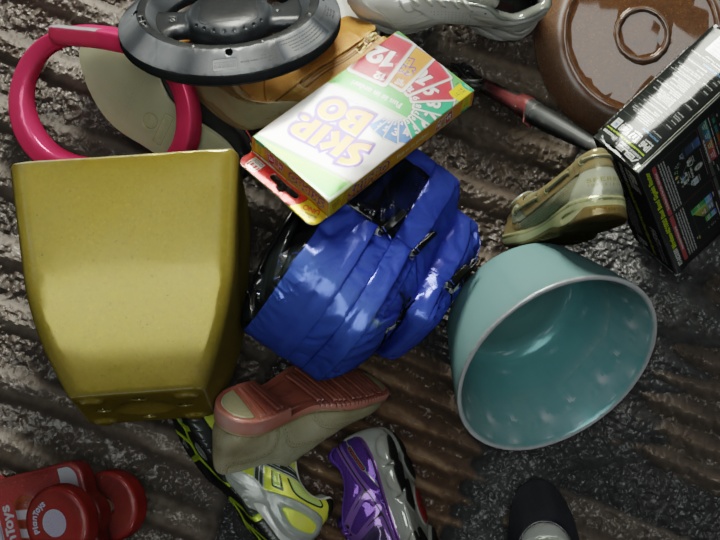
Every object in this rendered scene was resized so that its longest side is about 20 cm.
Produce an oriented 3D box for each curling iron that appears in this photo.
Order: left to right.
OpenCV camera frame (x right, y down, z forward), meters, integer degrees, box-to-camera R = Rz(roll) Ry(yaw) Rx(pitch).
[{"bbox_3d":[0.147,-0.146,1.461,0.200,0.049,0.026,34,125,37],"label":"curling iron"}]

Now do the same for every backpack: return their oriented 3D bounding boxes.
[{"bbox_3d":[0.000,0.000,1.405,0.167,0.163,0.200,35,59,1],"label":"backpack"}]

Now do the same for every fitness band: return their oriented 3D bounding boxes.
[{"bbox_3d":[-0.237,-0.152,1.467,0.198,0.037,0.145,11,108,20],"label":"fitness band"}]

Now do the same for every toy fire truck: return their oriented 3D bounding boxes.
[{"bbox_3d":[-0.282,0.275,1.457,0.167,0.112,0.202,-15,87,22],"label":"toy fire truck"}]

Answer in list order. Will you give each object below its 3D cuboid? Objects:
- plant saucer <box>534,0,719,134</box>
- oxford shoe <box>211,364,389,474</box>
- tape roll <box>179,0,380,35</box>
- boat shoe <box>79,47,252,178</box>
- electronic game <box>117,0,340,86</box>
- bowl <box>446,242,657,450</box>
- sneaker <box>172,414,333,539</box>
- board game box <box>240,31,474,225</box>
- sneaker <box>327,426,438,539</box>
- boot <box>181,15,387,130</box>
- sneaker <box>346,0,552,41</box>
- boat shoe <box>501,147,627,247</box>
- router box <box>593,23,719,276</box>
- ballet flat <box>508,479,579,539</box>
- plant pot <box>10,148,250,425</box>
[{"bbox_3d":[0.268,-0.224,1.521,0.198,0.034,0.202,0,86,-2],"label":"plant saucer"},{"bbox_3d":[-0.059,0.135,1.450,0.199,0.071,0.074,-8,123,-40],"label":"oxford shoe"},{"bbox_3d":[-0.076,-0.255,1.512,0.201,0.037,0.205,0,88,-1],"label":"tape roll"},{"bbox_3d":[-0.182,-0.152,1.495,0.201,0.063,0.074,42,116,8],"label":"boat shoe"},{"bbox_3d":[-0.116,-0.219,1.411,0.198,0.201,0.042,-5,126,-2],"label":"electronic game"},{"bbox_3d":[0.157,0.054,1.442,0.200,0.201,0.105,-29,46,-3],"label":"bowl"},{"bbox_3d":[-0.105,0.173,1.481,0.076,0.075,0.201,-38,94,-19],"label":"sneaker"},{"bbox_3d":[-0.003,-0.124,1.368,0.095,0.030,0.200,40,64,21],"label":"board game box"},{"bbox_3d":[0.023,0.249,1.482,0.083,0.081,0.202,-19,83,18],"label":"sneaker"},{"bbox_3d":[-0.061,-0.189,1.458,0.200,0.071,0.144,32,61,16],"label":"boot"},{"bbox_3d":[0.086,-0.262,1.467,0.198,0.099,0.079,0,86,-16],"label":"sneaker"},{"bbox_3d":[0.180,-0.060,1.429,0.073,0.201,0.064,-3,83,-13],"label":"boat shoe"},{"bbox_3d":[0.302,-0.105,1.436,0.150,0.200,0.062,-43,56,-4],"label":"router box"},{"bbox_3d":[0.176,0.297,1.474,0.072,0.073,0.202,-3,87,-1],"label":"ballet flat"},{"bbox_3d":[-0.192,0.026,1.394,0.192,0.196,0.202,-4,72,-1],"label":"plant pot"}]
